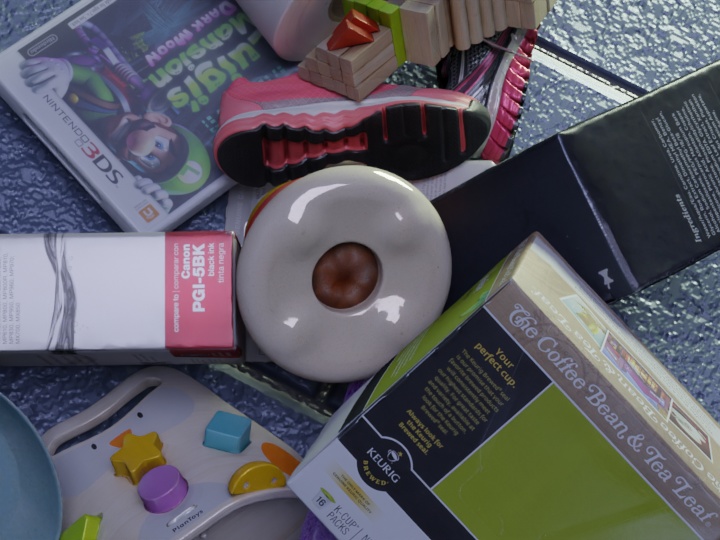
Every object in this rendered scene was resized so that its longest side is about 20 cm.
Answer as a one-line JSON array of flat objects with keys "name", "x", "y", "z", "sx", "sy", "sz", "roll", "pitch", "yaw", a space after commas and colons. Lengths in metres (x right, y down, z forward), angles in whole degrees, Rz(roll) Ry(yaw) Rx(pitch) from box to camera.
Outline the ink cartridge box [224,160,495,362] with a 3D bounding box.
[{"name": "ink cartridge box", "x": 0.000, "y": 0.000, "z": 1.597, "sx": 0.199, "sy": 0.050, "sz": 0.161, "roll": 0, "pitch": 70, "yaw": 14}]

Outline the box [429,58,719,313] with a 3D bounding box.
[{"name": "box", "x": 0.166, "y": -0.042, "z": 1.496, "sx": 0.200, "sy": 0.197, "sz": 0.118, "roll": -26, "pitch": 89, "yaw": -37}]

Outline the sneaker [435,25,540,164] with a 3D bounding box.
[{"name": "sneaker", "x": 0.096, "y": -0.181, "z": 1.641, "sx": 0.074, "sy": 0.081, "sz": 0.200, "roll": 13, "pitch": 70, "yaw": 1}]

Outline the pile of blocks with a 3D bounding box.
[{"name": "pile of blocks", "x": 0.047, "y": -0.191, "z": 1.561, "sx": 0.200, "sy": 0.062, "sz": 0.082, "roll": -23, "pitch": 41, "yaw": -16}]

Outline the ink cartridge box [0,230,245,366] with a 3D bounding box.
[{"name": "ink cartridge box", "x": -0.180, "y": 0.020, "z": 1.493, "sx": 0.199, "sy": 0.147, "sz": 0.083, "roll": -1, "pitch": 85, "yaw": -1}]

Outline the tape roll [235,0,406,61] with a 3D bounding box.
[{"name": "tape roll", "x": -0.021, "y": -0.267, "z": 1.596, "sx": 0.202, "sy": 0.203, "sz": 0.139, "roll": -34, "pitch": 77, "yaw": -15}]

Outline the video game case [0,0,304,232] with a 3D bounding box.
[{"name": "video game case", "x": -0.143, "y": -0.136, "z": 1.614, "sx": 0.200, "sy": 0.023, "sz": 0.182, "roll": -38, "pitch": 77, "yaw": -26}]

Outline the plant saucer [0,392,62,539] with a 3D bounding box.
[{"name": "plant saucer", "x": -0.292, "y": 0.142, "z": 1.471, "sx": 0.200, "sy": 0.039, "sz": 0.202, "roll": 3, "pitch": 111, "yaw": 8}]

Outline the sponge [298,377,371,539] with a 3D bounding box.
[{"name": "sponge", "x": 0.029, "y": 0.142, "z": 1.462, "sx": 0.111, "sy": 0.030, "sz": 0.200, "roll": 30, "pitch": 55, "yaw": -16}]

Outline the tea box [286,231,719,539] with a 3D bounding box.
[{"name": "tea box", "x": 0.099, "y": 0.122, "z": 1.350, "sx": 0.197, "sy": 0.134, "sz": 0.200, "roll": -42, "pitch": 93, "yaw": 18}]

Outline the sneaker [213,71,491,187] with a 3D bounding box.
[{"name": "sneaker", "x": -0.007, "y": -0.117, "z": 1.575, "sx": 0.200, "sy": 0.074, "sz": 0.087, "roll": -3, "pitch": 47, "yaw": -5}]

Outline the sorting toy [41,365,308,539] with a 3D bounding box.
[{"name": "sorting toy", "x": -0.141, "y": 0.145, "z": 1.490, "sx": 0.200, "sy": 0.107, "sz": 0.180, "roll": -35, "pitch": 47, "yaw": -11}]

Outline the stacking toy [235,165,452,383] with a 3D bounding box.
[{"name": "stacking toy", "x": -0.033, "y": -0.020, "z": 1.501, "sx": 0.146, "sy": 0.200, "sz": 0.147, "roll": -5, "pitch": 108, "yaw": -16}]
